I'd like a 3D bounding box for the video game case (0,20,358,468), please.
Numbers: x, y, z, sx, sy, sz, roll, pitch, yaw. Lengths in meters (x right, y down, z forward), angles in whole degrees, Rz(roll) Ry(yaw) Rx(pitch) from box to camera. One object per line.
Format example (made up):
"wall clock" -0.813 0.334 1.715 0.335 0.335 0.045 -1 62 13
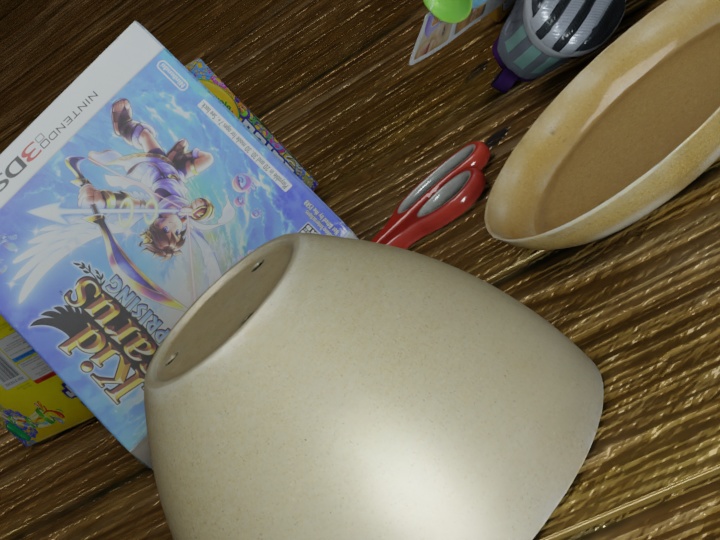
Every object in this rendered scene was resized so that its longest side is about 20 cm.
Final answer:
"video game case" -0.128 -0.018 1.422 0.181 0.200 0.045 -45 -22 -2

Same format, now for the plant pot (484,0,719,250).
"plant pot" 0.145 -0.078 1.192 0.200 0.027 0.200 -41 16 14

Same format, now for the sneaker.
"sneaker" 0.135 -0.189 1.419 0.200 0.074 0.087 -52 7 -34

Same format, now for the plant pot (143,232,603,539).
"plant pot" -0.015 0.063 1.034 0.200 0.134 0.200 -40 16 14

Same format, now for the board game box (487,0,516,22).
"board game box" 0.117 -0.264 1.513 0.153 0.040 0.200 -49 -17 -14

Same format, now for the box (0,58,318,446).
"box" -0.166 -0.010 1.605 0.200 0.122 0.193 -24 25 51

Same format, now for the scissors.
"scissors" 0.000 0.000 1.379 0.200 0.014 0.073 -42 19 11

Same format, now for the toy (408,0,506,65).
"toy" 0.111 -0.199 1.463 0.200 0.047 0.116 -35 -28 -41
